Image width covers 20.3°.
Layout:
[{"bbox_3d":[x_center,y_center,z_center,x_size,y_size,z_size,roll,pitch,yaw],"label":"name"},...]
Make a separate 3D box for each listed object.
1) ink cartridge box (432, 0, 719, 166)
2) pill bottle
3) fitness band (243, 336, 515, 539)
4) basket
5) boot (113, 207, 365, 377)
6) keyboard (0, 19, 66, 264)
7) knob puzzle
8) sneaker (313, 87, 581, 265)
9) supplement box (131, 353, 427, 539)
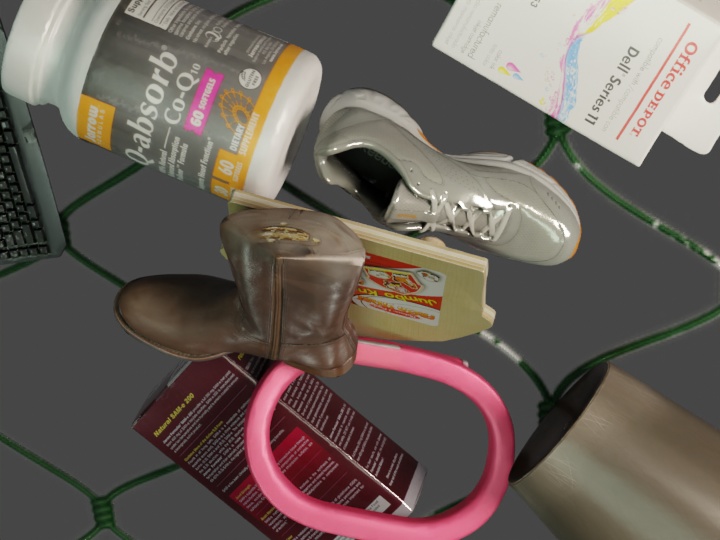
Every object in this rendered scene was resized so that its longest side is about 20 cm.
[{"bbox_3d":[0.162,-0.151,1.292,0.199,0.067,0.118,29,122,-1],"label":"ink cartridge box"},{"bbox_3d":[-0.135,-0.128,1.364,0.198,0.117,0.117,22,122,4],"label":"pill bottle"},{"bbox_3d":[0.014,0.124,1.458,0.198,0.037,0.145,12,94,-7],"label":"fitness band"},{"bbox_3d":[0.215,0.169,1.417,0.200,0.136,0.180,40,117,-3],"label":"basket"},{"bbox_3d":[-0.086,0.004,1.339,0.185,0.065,0.200,9,159,4],"label":"boot"},{"bbox_3d":[-0.299,-0.094,1.487,0.126,0.021,0.202,-5,115,18],"label":"keyboard"},{"bbox_3d":[0.000,0.000,1.390,0.218,0.031,0.220,15,160,5],"label":"knob puzzle"},{"bbox_3d":[0.054,-0.046,1.367,0.199,0.092,0.076,24,121,1],"label":"sneaker"},{"bbox_3d":[-0.061,0.134,1.517,0.200,0.061,0.109,40,120,-8],"label":"supplement box"}]
